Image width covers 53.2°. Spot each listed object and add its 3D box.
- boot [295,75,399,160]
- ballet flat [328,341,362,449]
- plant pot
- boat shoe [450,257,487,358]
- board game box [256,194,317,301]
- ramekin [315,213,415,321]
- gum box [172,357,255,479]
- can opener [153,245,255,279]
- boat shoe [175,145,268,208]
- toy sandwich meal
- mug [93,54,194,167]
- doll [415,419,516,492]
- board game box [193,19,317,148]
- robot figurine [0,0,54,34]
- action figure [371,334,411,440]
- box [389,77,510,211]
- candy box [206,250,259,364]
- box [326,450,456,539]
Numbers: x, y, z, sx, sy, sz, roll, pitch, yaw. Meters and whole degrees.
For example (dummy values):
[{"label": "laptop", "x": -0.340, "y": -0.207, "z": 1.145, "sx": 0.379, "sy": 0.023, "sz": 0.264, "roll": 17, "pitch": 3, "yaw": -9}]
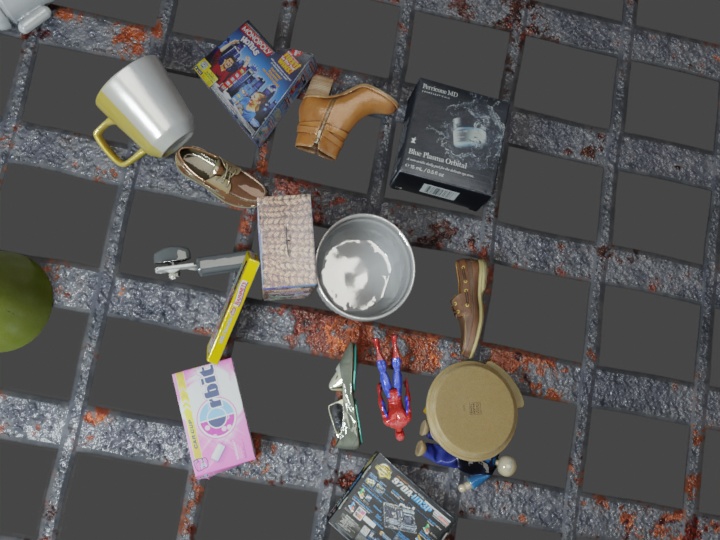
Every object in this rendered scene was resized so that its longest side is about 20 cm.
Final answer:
[{"label": "boot", "x": -0.030, "y": -0.297, "z": 1.453, "sx": 0.196, "sy": 0.074, "sz": 0.158, "roll": 13, "pitch": 79, "yaw": 8}, {"label": "ballet flat", "x": -0.032, "y": 0.239, "z": 1.373, "sx": 0.062, "sy": 0.067, "sz": 0.204, "roll": -4, "pitch": 82, "yaw": 0}, {"label": "plant pot", "x": -0.663, "y": 0.043, "z": 1.256, "sx": 0.183, "sy": 0.200, "sz": 0.191, "roll": 1, "pitch": 81, "yaw": -7}, {"label": "boat shoe", "x": 0.210, "y": 0.073, "z": 1.428, "sx": 0.066, "sy": 0.072, "sz": 0.204, "roll": 7, "pitch": 75, "yaw": 0}, {"label": "board game box", "x": -0.140, "y": -0.037, "z": 1.332, "sx": 0.095, "sy": 0.200, "sz": 0.163, "roll": -4, "pitch": 82, "yaw": -9}, {"label": "ramekin", "x": 0.000, "y": 0.000, "z": 1.385, "sx": 0.196, "sy": 0.105, "sz": 0.204, "roll": 2, "pitch": 81, "yaw": -12}, {"label": "gum box", "x": -0.269, "y": 0.276, "z": 1.336, "sx": 0.111, "sy": 0.066, "sz": 0.204, "roll": -14, "pitch": 84, "yaw": -10}, {"label": "can opener", "x": -0.300, "y": -0.020, "z": 1.385, "sx": 0.196, "sy": 0.053, "sz": 0.068, "roll": -4, "pitch": 82, "yaw": -8}, {"label": "boat shoe", "x": -0.274, "y": -0.183, "z": 1.403, "sx": 0.197, "sy": 0.072, "sz": 0.077, "roll": 23, "pitch": 79, "yaw": -3}, {"label": "toy sandwich meal", "x": 0.213, "y": 0.265, "z": 1.384, "sx": 0.201, "sy": 0.070, "sz": 0.209, "roll": 3, "pitch": 73, "yaw": -10}, {"label": "mug", "x": -0.409, "y": -0.295, "z": 1.390, "sx": 0.154, "sy": 0.186, "sz": 0.149, "roll": 50, "pitch": 46, "yaw": -6}, {"label": "doll", "x": 0.207, "y": 0.358, "z": 1.390, "sx": 0.197, "sy": 0.049, "sz": 0.139, "roll": 17, "pitch": 68, "yaw": -4}, {"label": "board game box", "x": -0.195, "y": -0.388, "z": 1.438, "sx": 0.199, "sy": 0.062, "sz": 0.201, "roll": -40, "pitch": 78, "yaw": -3}, {"label": "robot figurine", "x": -0.673, "y": -0.544, "z": 1.388, "sx": 0.199, "sy": 0.113, "sz": 0.171, "roll": -36, "pitch": 91, "yaw": -11}, {"label": "action figure", "x": 0.063, "y": 0.229, "z": 1.394, "sx": 0.064, "sy": 0.052, "sz": 0.204, "roll": -8, "pitch": 87, "yaw": -3}, {"label": "box", "x": 0.178, "y": -0.251, "z": 1.447, "sx": 0.193, "sy": 0.117, "sz": 0.204, "roll": 14, "pitch": 79, "yaw": -5}, {"label": "candy box", "x": -0.236, "y": 0.066, "z": 1.330, "sx": 0.026, "sy": 0.102, "sz": 0.203, "roll": 23, "pitch": 94, "yaw": -12}, {"label": "box", "x": 0.059, "y": 0.470, "z": 1.357, "sx": 0.199, "sy": 0.046, "sz": 0.160, "roll": 40, "pitch": 79, "yaw": 0}]
